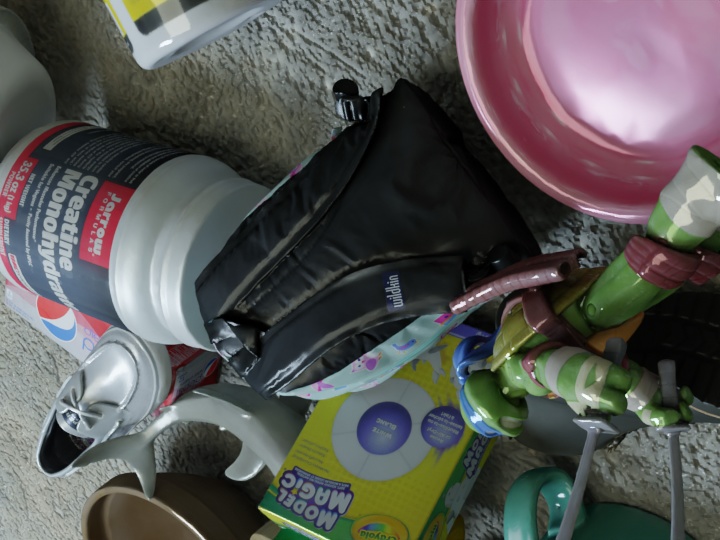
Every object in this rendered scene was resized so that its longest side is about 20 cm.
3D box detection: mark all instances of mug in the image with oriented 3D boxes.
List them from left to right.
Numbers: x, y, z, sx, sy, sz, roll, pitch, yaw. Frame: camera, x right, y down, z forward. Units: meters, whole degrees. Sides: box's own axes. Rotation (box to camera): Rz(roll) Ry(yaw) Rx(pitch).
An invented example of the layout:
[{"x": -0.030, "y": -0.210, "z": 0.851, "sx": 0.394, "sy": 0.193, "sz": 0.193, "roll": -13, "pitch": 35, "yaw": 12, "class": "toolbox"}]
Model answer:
[{"x": 0.153, "y": 0.244, "z": 0.836, "sx": 0.185, "sy": 0.114, "sz": 0.152, "roll": 33, "pitch": 132, "yaw": 19, "class": "mug"}]

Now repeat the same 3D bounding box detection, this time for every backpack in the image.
[{"x": 0.000, "y": 0.000, "z": 0.774, "sx": 0.200, "sy": 0.127, "sz": 0.167, "roll": -40, "pitch": 64, "yaw": 15, "class": "backpack"}]

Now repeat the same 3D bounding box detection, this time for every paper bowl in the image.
[{"x": -0.310, "y": -0.109, "z": 0.947, "sx": 0.104, "sy": 0.201, "sz": 0.201, "roll": 21, "pitch": 128, "yaw": 8, "class": "paper bowl"}]

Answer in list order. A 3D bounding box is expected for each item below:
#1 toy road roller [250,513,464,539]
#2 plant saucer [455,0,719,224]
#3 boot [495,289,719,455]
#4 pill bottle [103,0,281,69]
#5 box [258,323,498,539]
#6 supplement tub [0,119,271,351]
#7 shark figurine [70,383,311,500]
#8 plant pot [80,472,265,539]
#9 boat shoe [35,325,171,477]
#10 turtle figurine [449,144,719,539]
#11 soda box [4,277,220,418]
[{"x": 0.009, "y": 0.212, "z": 0.897, "sx": 0.200, "sy": 0.123, "sz": 0.146, "roll": 33, "pitch": 143, "yaw": 33, "class": "toy road roller"}, {"x": 0.148, "y": -0.126, "z": 0.670, "sx": 0.200, "sy": 0.051, "sz": 0.201, "roll": 20, "pitch": 126, "yaw": 30, "class": "plant saucer"}, {"x": 0.185, "y": 0.078, "z": 0.762, "sx": 0.199, "sy": 0.078, "sz": 0.139, "roll": 14, "pitch": 146, "yaw": 17, "class": "boot"}, {"x": -0.139, "y": -0.242, "z": 0.789, "sx": 0.114, "sy": 0.114, "sz": 0.200, "roll": -20, "pitch": 102, "yaw": 44, "class": "pill bottle"}, {"x": 0.018, "y": 0.123, "z": 0.822, "sx": 0.117, "sy": 0.200, "sz": 0.048, "roll": 19, "pitch": 160, "yaw": 29, "class": "box"}, {"x": -0.167, "y": -0.027, "z": 0.918, "sx": 0.200, "sy": 0.140, "sz": 0.141, "roll": 17, "pitch": 125, "yaw": 31, "class": "supplement tub"}, {"x": -0.118, "y": 0.114, "z": 0.951, "sx": 0.214, "sy": 0.089, "sz": 0.129, "roll": 0, "pitch": 72, "yaw": 31, "class": "shark figurine"}, {"x": -0.145, "y": 0.250, "z": 1.094, "sx": 0.200, "sy": 0.093, "sz": 0.201, "roll": 22, "pitch": 130, "yaw": 28, "class": "plant pot"}, {"x": -0.217, "y": 0.109, "z": 1.000, "sx": 0.072, "sy": 0.068, "sz": 0.200, "roll": 50, "pitch": 136, "yaw": 3, "class": "boat shoe"}, {"x": 0.149, "y": 0.047, "z": 0.611, "sx": 0.194, "sy": 0.144, "sz": 0.200, "roll": -53, "pitch": 35, "yaw": 20, "class": "turtle figurine"}, {"x": -0.213, "y": 0.043, "z": 1.051, "sx": 0.200, "sy": 0.063, "sz": 0.070, "roll": 33, "pitch": 131, "yaw": 21, "class": "soda box"}]
